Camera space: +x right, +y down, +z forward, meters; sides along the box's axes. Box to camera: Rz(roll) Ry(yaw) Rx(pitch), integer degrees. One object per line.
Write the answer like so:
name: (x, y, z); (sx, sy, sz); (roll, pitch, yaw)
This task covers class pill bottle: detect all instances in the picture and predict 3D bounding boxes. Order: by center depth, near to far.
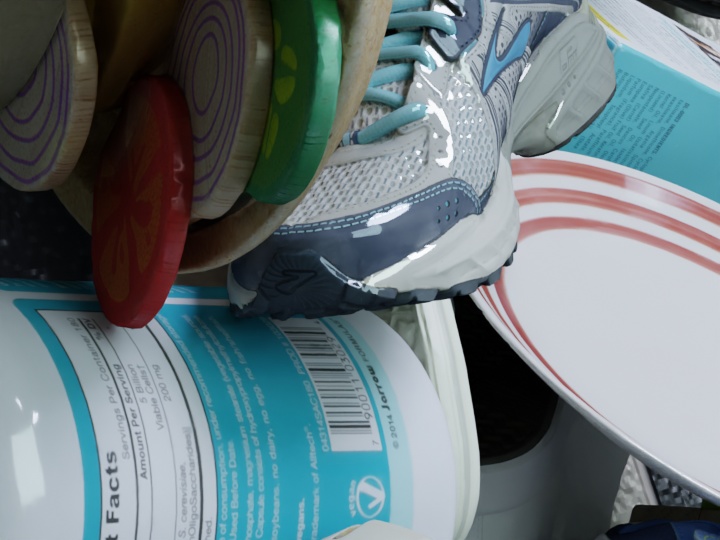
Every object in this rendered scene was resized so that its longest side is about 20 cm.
pill bottle: (-0.077, 0.058, 0.719); (0.199, 0.110, 0.112); (3, 69, -46)

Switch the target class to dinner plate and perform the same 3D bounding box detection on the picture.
dinner plate: (0.108, 0.029, 0.850); (0.199, 0.024, 0.200); (24, 24, -11)

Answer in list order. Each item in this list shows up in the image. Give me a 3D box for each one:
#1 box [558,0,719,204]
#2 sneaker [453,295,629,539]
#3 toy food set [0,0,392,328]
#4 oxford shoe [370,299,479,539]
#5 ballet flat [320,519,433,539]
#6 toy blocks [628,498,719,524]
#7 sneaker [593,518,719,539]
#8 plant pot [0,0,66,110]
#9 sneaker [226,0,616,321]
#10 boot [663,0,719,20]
box: (0.125, -0.047, 1.008); (0.199, 0.049, 0.082); (22, 19, -39)
sneaker: (0.055, 0.048, 0.916); (0.200, 0.072, 0.085); (-48, 141, -55)
toy food set: (-0.053, -0.092, 0.676); (0.048, 0.200, 0.199); (-6, 117, -34)
oxford shoe: (0.000, 0.000, 0.835); (0.058, 0.075, 0.201); (17, 40, -42)
ballet flat: (0.004, 0.101, 0.705); (0.200, 0.072, 0.073); (51, 35, -55)
toy blocks: (0.121, 0.171, 0.890); (0.137, 0.099, 0.201); (39, 61, -45)
sneaker: (0.096, 0.107, 0.764); (0.082, 0.200, 0.074); (-41, 107, -13)
plant pot: (-0.191, -0.120, 0.658); (0.199, 0.187, 0.189); (-6, 75, -33)
sneaker: (0.008, -0.054, 0.753); (0.200, 0.077, 0.087); (-56, 137, -58)
boot: (0.106, -0.156, 0.978); (0.200, 0.174, 0.069); (41, 87, -15)
